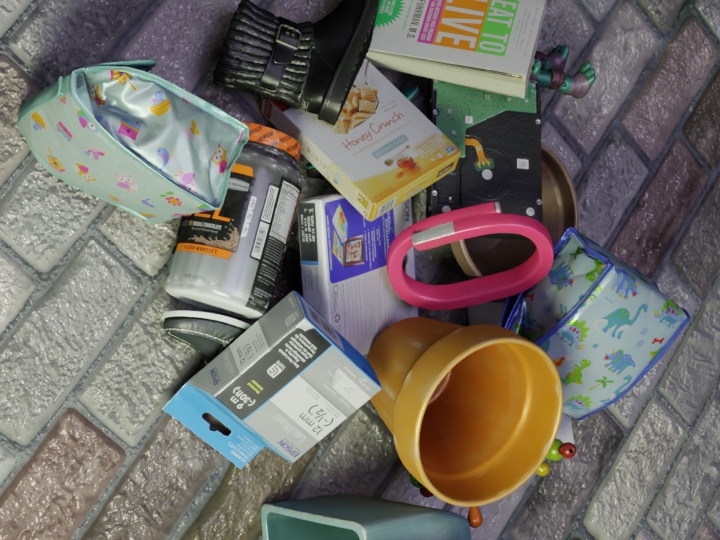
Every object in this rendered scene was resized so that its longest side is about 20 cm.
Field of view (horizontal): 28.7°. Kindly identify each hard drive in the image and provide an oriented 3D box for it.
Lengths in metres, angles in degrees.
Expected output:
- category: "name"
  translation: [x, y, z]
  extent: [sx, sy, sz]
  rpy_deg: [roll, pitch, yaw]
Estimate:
- category: "hard drive"
  translation: [0.148, -0.138, 1.694]
  extent: [0.139, 0.038, 0.202]
  rpy_deg: [4, 73, -9]

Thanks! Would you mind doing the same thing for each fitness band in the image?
- category: "fitness band"
  translation: [0.128, -0.015, 1.660]
  extent: [0.144, 0.198, 0.038]
  rpy_deg: [63, 18, -49]

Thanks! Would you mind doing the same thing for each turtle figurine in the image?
- category: "turtle figurine"
  translation: [0.199, -0.273, 1.806]
  extent: [0.199, 0.101, 0.150]
  rpy_deg: [8, 45, -35]

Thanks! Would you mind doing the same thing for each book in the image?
- category: "book"
  translation: [0.116, -0.293, 1.699]
  extent: [0.198, 0.048, 0.134]
  rpy_deg: [12, 65, 9]

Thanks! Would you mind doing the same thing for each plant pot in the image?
- category: "plant pot"
  translation: [0.175, -0.067, 1.787]
  extent: [0.200, 0.092, 0.203]
  rpy_deg: [0, 90, -35]
- category: "plant pot"
  translation: [0.101, 0.142, 1.623]
  extent: [0.199, 0.183, 0.202]
  rpy_deg: [-11, 112, -27]
- category: "plant pot"
  translation: [0.026, 0.357, 1.634]
  extent: [0.199, 0.195, 0.198]
  rpy_deg: [-8, 94, -38]

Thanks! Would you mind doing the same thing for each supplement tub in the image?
- category: "supplement tub"
  translation: [-0.136, -0.056, 1.561]
  extent: [0.122, 0.122, 0.202]
  rpy_deg: [20, 78, -32]

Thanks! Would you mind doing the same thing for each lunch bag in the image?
- category: "lunch bag"
  translation: [0.269, 0.076, 1.715]
  extent: [0.169, 0.128, 0.201]
  rpy_deg: [29, 102, -32]
- category: "lunch bag"
  translation: [-0.244, -0.141, 1.460]
  extent: [0.199, 0.170, 0.123]
  rpy_deg: [29, 70, -27]

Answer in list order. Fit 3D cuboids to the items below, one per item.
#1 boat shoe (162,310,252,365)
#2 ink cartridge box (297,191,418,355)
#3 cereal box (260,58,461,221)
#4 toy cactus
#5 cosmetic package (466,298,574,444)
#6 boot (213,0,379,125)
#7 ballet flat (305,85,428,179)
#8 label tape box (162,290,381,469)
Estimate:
- category: "boat shoe"
  translation: [-0.138, 0.092, 1.588]
  extent: [0.199, 0.075, 0.061]
  rpy_deg: [18, 74, -32]
- category: "ink cartridge box"
  translation: [0.000, 0.000, 1.675]
  extent: [0.199, 0.043, 0.200]
  rpy_deg: [-17, 106, -54]
- category: "cereal box"
  translation: [0.000, -0.163, 1.634]
  extent: [0.144, 0.040, 0.200]
  rpy_deg: [-33, 68, -30]
- category: "toy cactus"
  translation: [0.154, 0.238, 1.728]
  extent: [0.199, 0.165, 0.103]
  rpy_deg: [-21, 97, -9]
- category: "cosmetic package"
  translation: [0.204, 0.132, 1.802]
  extent: [0.071, 0.101, 0.202]
  rpy_deg: [-13, 98, -34]
- category: "boot"
  translation: [-0.068, -0.277, 1.615]
  extent: [0.157, 0.080, 0.212]
  rpy_deg: [21, 60, 1]
- category: "ballet flat"
  translation: [0.020, -0.148, 1.700]
  extent: [0.200, 0.073, 0.073]
  rpy_deg: [-40, 111, -30]
- category: "label tape box"
  translation: [-0.098, 0.140, 1.557]
  extent: [0.200, 0.066, 0.143]
  rpy_deg: [-41, 125, 6]
